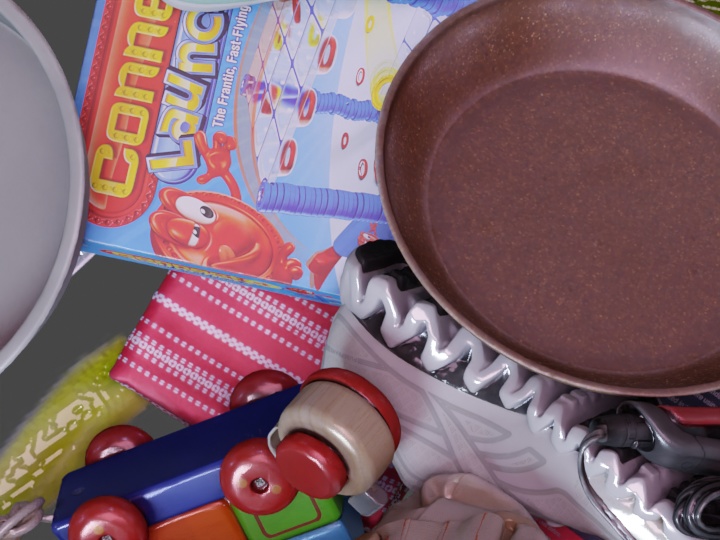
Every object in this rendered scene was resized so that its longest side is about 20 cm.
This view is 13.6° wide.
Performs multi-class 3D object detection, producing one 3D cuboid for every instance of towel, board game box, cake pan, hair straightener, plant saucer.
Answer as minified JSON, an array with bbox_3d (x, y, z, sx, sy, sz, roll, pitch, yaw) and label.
[{"bbox_3d":[0.000,0.000,1.335,0.144,0.022,0.200,32,86,0],"label":"towel"},{"bbox_3d":[-0.018,-0.089,1.302,0.195,0.056,0.201,11,86,4],"label":"board game box"},{"bbox_3d":[-0.199,-0.032,1.283,0.200,0.037,0.201,-2,84,23],"label":"cake pan"},{"bbox_3d":[0.169,0.084,1.159,0.199,0.041,0.077,6,56,-30],"label":"hair straightener"},{"bbox_3d":[0.101,-0.028,1.220,0.200,0.037,0.201,6,57,-9],"label":"plant saucer"}]

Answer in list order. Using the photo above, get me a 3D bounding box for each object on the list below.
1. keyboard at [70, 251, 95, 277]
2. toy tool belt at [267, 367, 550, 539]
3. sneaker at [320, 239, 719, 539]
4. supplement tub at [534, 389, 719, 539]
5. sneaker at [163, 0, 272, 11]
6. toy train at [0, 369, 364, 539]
[{"bbox_3d":[-0.199,0.030,1.329,0.200,0.011,0.056,-43,90,-4],"label":"keyboard"},{"bbox_3d":[0.021,0.145,1.172,0.200,0.125,0.123,45,56,-3],"label":"toy tool belt"},{"bbox_3d":[0.064,0.069,1.215,0.200,0.075,0.081,36,113,27],"label":"sneaker"},{"bbox_3d":[0.160,0.083,1.280,0.140,0.140,0.200,38,86,-1],"label":"supplement tub"},{"bbox_3d":[0.003,-0.152,1.218,0.200,0.118,0.074,-13,83,1],"label":"sneaker"},{"bbox_3d":[-0.091,0.133,1.301,0.199,0.085,0.116,-21,110,10],"label":"toy train"}]
